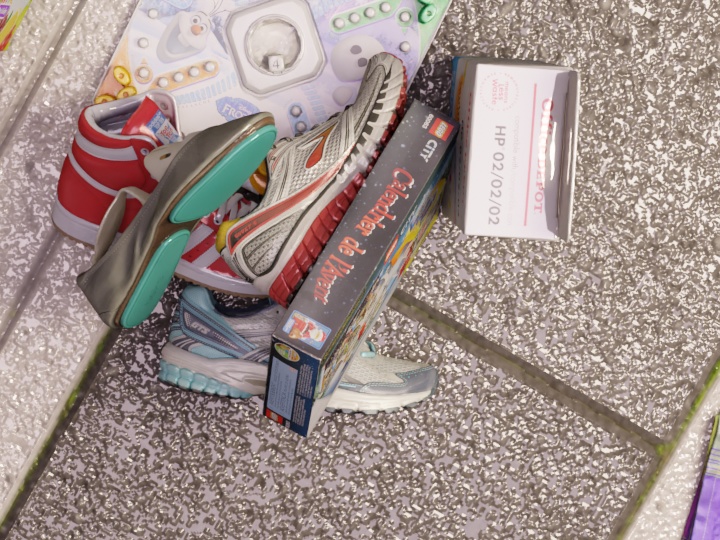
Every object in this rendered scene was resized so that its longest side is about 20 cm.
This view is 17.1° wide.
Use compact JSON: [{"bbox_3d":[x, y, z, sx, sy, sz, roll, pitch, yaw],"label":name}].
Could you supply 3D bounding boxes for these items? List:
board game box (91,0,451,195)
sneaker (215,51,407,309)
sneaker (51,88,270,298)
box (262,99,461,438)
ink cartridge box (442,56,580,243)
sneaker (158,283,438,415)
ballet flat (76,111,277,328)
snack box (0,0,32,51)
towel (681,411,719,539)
[{"bbox_3d":[-0.061,-0.159,1.688,0.199,0.026,0.201,26,95,-5],"label":"board game box"},{"bbox_3d":[-0.029,-0.074,1.623,0.082,0.078,0.201,28,63,7],"label":"sneaker"},{"bbox_3d":[-0.111,-0.055,1.654,0.198,0.071,0.113,15,124,-1],"label":"sneaker"},{"bbox_3d":[0.000,0.000,1.613,0.037,0.137,0.201,27,65,8],"label":"box"},{"bbox_3d":[0.100,-0.084,1.616,0.067,0.200,0.116,3,96,-4],"label":"ink cartridge box"},{"bbox_3d":[-0.040,0.053,1.689,0.198,0.078,0.087,7,93,-4],"label":"sneaker"},{"bbox_3d":[-0.130,-0.045,1.588,0.064,0.067,0.200,47,121,16],"label":"ballet flat"},{"bbox_3d":[-0.235,-0.231,1.584,0.067,0.200,0.170,27,94,-6],"label":"snack box"},{"bbox_3d":[0.303,0.209,1.734,0.143,0.023,0.202,15,95,10],"label":"towel"}]
